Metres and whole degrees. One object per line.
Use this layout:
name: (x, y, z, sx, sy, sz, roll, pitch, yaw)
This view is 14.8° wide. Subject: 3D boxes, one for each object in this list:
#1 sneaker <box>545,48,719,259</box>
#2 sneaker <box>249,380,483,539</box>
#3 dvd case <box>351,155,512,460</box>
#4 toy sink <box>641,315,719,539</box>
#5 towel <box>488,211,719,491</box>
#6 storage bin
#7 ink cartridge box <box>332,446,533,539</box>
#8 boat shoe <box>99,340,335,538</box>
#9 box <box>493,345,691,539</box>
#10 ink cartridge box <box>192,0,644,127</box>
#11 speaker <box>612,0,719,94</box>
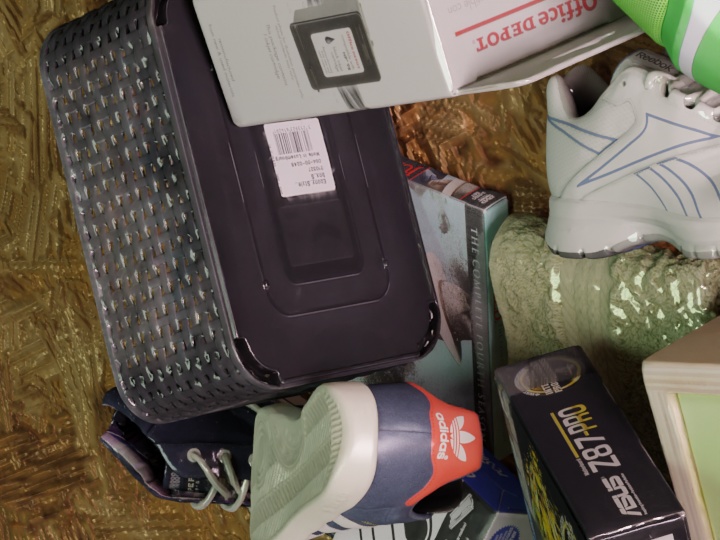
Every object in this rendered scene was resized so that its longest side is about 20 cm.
sneaker: (0.141, -0.052, 1.170, 0.200, 0.074, 0.087, -2, 105, 51)
sneaker: (0.002, 0.096, 1.324, 0.200, 0.084, 0.075, 155, 117, -72)
dvd case: (0.000, 0.000, 1.414, 0.200, 0.022, 0.146, 24, 128, 39)
toy sink: (0.216, 0.113, 1.143, 0.130, 0.112, 0.200, 1, 113, 51)
towel: (0.127, 0.075, 1.293, 0.148, 0.036, 0.200, 14, 122, 45)
storage bin: (-0.057, -0.038, 1.326, 0.094, 0.135, 0.200, -18, 84, 46)
ink cartridge box: (0.017, 0.179, 1.373, 0.094, 0.044, 0.200, 42, 116, 44)
boat shoe: (-0.054, 0.112, 1.487, 0.200, 0.093, 0.075, 33, 134, 35)
box: (0.117, 0.155, 1.224, 0.161, 0.049, 0.200, -111, 6, -62)
ink cartridge box: (0.035, -0.119, 1.219, 0.200, 0.116, 0.067, -4, 107, 51)
speaker: (0.107, -0.161, 1.130, 0.200, 0.088, 0.088, 47, 141, 21)
